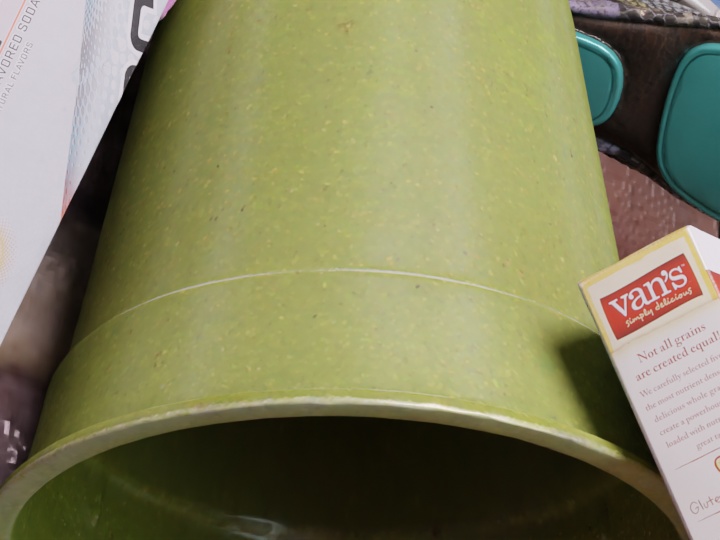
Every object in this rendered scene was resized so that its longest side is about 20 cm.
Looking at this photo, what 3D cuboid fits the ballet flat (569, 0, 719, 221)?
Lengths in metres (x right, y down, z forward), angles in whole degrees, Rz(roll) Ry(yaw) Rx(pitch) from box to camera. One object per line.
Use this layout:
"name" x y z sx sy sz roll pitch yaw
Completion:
"ballet flat" 0.100 -0.065 0.965 0.072 0.200 0.072 22 90 -81

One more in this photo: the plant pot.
"plant pot" 0.000 0.000 0.844 0.200 0.200 0.190 32 49 -40

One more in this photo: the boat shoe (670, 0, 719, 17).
"boat shoe" 0.096 -0.117 1.033 0.200 0.072 0.073 41 54 -36

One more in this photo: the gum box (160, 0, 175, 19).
"gum box" -0.076 -0.168 0.853 0.114 0.066 0.200 48 52 -31

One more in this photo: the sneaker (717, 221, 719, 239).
"sneaker" 0.158 0.049 0.985 0.090 0.078 0.200 44 55 -41

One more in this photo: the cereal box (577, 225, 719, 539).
"cereal box" 0.132 0.091 0.766 0.144 0.039 0.200 17 48 -65

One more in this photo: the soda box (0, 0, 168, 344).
"soda box" -0.097 -0.068 0.753 0.068 0.064 0.200 24 94 -34
